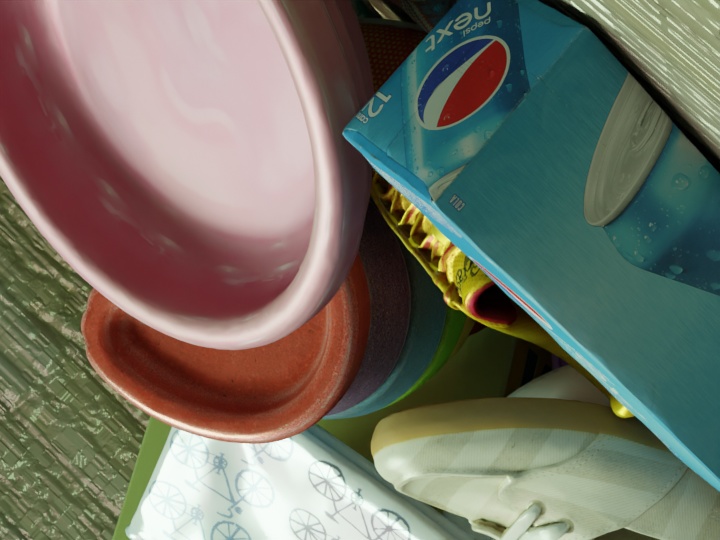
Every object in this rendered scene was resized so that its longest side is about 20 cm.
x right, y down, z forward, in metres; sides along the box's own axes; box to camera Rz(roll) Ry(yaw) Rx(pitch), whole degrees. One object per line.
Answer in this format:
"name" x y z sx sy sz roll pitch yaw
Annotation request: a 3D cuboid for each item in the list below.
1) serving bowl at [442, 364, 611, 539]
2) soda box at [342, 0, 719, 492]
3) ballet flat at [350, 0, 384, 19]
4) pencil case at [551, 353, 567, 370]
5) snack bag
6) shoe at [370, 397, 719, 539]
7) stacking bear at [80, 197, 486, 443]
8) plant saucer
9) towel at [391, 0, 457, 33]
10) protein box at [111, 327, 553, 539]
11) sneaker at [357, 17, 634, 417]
"serving bowl" 0.136 0.084 0.911 0.199 0.066 0.200 9 152 5
"soda box" 0.089 0.001 0.698 0.200 0.068 0.064 42 179 -34
"ballet flat" -0.012 -0.086 0.936 0.076 0.064 0.200 43 -175 30
"pencil case" 0.159 0.076 1.045 0.200 0.084 0.086 42 -165 -49
"snack bag" -0.024 0.157 0.958 0.188 0.200 0.021 35 -143 13
"shoe" 0.100 0.088 0.805 0.199 0.054 0.070 11 154 -3
"stacking bear" 0.000 0.000 0.926 0.114 0.122 0.200 37 -157 20
"plant saucer" -0.066 -0.071 0.773 0.200 0.051 0.201 28 135 32
"towel" -0.052 -0.158 0.755 0.147 0.022 0.200 43 -179 37
"protein box" 0.010 0.103 1.075 0.198 0.201 0.135 -3 150 33
"sneaker" 0.043 -0.026 0.807 0.200 0.077 0.073 35 133 22
